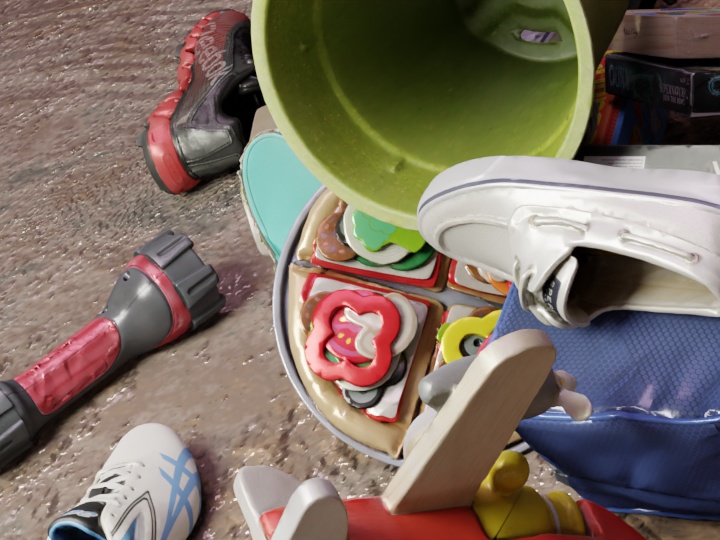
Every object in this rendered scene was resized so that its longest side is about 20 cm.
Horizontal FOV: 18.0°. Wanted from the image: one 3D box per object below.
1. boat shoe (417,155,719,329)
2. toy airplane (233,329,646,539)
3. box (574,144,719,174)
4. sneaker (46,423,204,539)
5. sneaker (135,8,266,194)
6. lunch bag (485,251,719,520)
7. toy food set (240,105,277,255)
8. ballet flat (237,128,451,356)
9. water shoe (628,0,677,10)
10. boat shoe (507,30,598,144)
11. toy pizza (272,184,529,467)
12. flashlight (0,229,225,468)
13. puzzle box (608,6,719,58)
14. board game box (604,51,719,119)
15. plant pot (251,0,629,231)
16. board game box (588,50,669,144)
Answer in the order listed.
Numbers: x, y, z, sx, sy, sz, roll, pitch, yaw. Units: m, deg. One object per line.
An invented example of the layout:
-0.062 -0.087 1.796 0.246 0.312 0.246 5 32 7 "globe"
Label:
0.104 -0.007 1.116 0.199 0.071 0.070 6 58 36 "boat shoe"
0.032 0.120 1.092 0.199 0.200 0.142 -20 40 15 "toy airplane"
0.235 -0.031 1.223 0.199 0.160 0.044 3 82 41 "box"
-0.143 0.148 1.319 0.071 0.073 0.200 -16 29 21 "sneaker"
-0.099 -0.137 1.739 0.097 0.071 0.201 -13 34 23 "sneaker"
0.165 0.053 1.165 0.199 0.132 0.136 2 58 42 "lunch bag"
0.003 -0.081 1.478 0.143 0.061 0.200 -21 21 10 "toy food set"
0.000 0.000 1.360 0.076 0.200 0.064 -42 -16 12 "ballet flat"
0.150 -0.181 1.564 0.200 0.079 0.071 -33 4 -37 "water shoe"
0.114 -0.090 1.396 0.062 0.072 0.201 10 50 21 "boat shoe"
0.046 0.014 1.295 0.199 0.032 0.202 -2 75 8 "toy pizza"
-0.183 0.054 1.505 0.200 0.068 0.068 -37 26 -20 "flashlight"
0.230 -0.146 1.388 0.132 0.026 0.200 -2 8 -8 "puzzle box"
0.232 -0.113 1.348 0.134 0.028 0.200 -2 9 -8 "board game box"
0.070 -0.148 1.283 0.199 0.201 0.190 -8 18 30 "plant pot"
0.092 -0.064 1.483 0.195 0.056 0.200 -12 32 24 "board game box"
